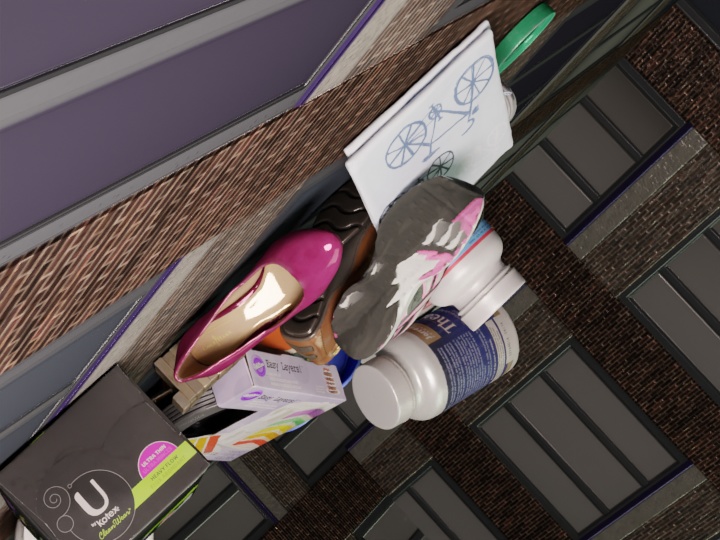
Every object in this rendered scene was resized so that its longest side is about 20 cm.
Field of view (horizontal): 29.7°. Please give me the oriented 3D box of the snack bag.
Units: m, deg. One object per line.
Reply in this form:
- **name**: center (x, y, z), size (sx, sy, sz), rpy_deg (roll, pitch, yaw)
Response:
- **snack bag**: center (0.071, -0.117, 1.289), size (0.189, 0.021, 0.200), rpy_deg (-45, 151, -10)

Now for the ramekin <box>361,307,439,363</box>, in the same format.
- **ramekin**: center (0.047, 0.047, 1.876), size (0.202, 0.202, 0.094), rpy_deg (-43, 134, -5)

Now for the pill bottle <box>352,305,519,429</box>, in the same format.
- **pill bottle**: center (0.088, 0.111, 1.636), size (0.199, 0.111, 0.111), rpy_deg (-26, 166, -36)

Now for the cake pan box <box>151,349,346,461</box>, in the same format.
- **cake pan box**: center (-0.141, 0.153, 1.516), size (0.183, 0.053, 0.200), rpy_deg (-31, 157, 21)

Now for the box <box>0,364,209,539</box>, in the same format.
- **box**: center (-0.235, 0.197, 1.243), size (0.148, 0.124, 0.200), rpy_deg (-43, 175, -19)

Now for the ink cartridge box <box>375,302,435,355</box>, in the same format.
- **ink cartridge box**: center (0.033, -0.001, 1.680), size (0.085, 0.146, 0.200), rpy_deg (-35, 172, -26)

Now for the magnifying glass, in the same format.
- **magnifying glass**: center (0.134, -0.209, 1.462), size (0.200, 0.022, 0.080), rpy_deg (-44, 176, 15)

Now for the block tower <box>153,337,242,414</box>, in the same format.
- **block tower**: center (-0.126, 0.056, 1.386), size (0.200, 0.058, 0.054), rpy_deg (-45, 176, -13)

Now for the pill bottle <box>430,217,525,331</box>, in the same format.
- **pill bottle**: center (0.087, -0.033, 1.515), size (0.109, 0.200, 0.109), rpy_deg (-43, 175, -4)

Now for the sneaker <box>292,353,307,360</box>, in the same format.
- **sneaker**: center (-0.079, 0.055, 1.608), size (0.202, 0.073, 0.081), rpy_deg (-65, 163, -2)

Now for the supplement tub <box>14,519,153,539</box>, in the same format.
- **supplement tub**: center (-0.297, 0.291, 1.462), size (0.144, 0.145, 0.200), rpy_deg (-42, 176, -18)

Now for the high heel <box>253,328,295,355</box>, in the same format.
- **high heel**: center (-0.110, 0.059, 1.536), size (0.200, 0.067, 0.097), rpy_deg (-42, -146, 42)

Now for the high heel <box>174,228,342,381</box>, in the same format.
- **high heel**: center (-0.094, 0.038, 1.259), size (0.200, 0.067, 0.096), rpy_deg (-42, -171, 35)

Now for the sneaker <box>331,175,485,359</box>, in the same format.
- **sneaker**: center (0.048, -0.007, 1.307), size (0.200, 0.080, 0.086), rpy_deg (-50, 165, 16)

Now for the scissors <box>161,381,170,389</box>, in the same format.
- **scissors**: center (-0.145, 0.061, 1.519), size (0.200, 0.014, 0.073), rpy_deg (-43, 176, -5)

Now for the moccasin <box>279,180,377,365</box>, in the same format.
- **moccasin**: center (-0.014, -0.003, 1.359), size (0.078, 0.073, 0.203), rpy_deg (47, 52, -51)

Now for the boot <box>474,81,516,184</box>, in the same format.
- **boot**: center (0.108, -0.143, 1.618), size (0.095, 0.074, 0.201), rpy_deg (-33, 162, -35)

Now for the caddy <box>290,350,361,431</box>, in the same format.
- **caddy**: center (-0.089, 0.112, 1.694), size (0.200, 0.141, 0.105), rpy_deg (-43, 179, -11)
